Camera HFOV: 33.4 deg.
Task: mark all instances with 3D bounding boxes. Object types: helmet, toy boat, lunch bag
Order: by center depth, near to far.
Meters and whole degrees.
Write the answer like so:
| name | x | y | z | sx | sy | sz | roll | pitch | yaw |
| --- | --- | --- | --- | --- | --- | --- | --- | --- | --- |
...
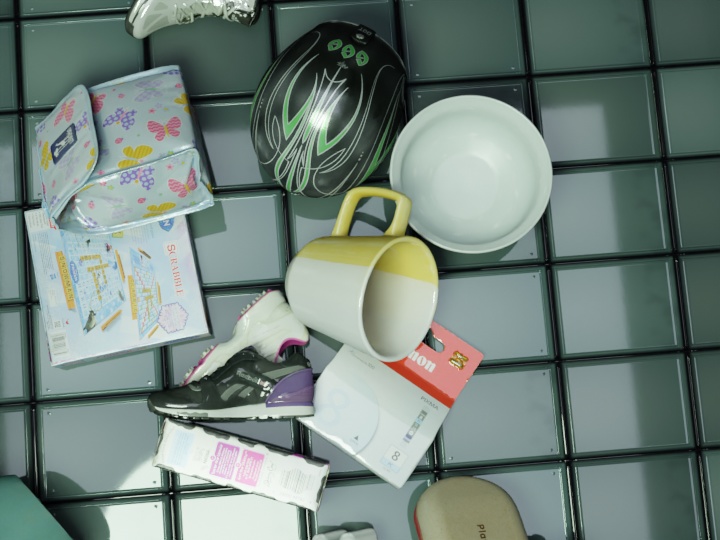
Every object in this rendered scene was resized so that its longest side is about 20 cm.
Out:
| name | x | y | z | sx | sy | sz | roll | pitch | yaw |
| --- | --- | --- | --- | --- | --- | --- | --- | --- | --- |
| toy boat | 0.130 | 0.350 | 1.435 | 0.130 | 0.131 | 0.200 | -1 | 50 | -17 |
| lunch bag | -0.295 | -0.144 | 1.463 | 0.200 | 0.127 | 0.170 | -15 | 50 | -1 |
| helmet | -0.044 | -0.189 | 1.480 | 0.200 | 0.200 | 0.191 | 28 | 65 | 2 |

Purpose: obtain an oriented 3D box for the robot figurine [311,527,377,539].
| name | x | y | z | sx | sy | sz | roll | pitch | yaw |
| --- | --- | --- | --- | --- | --- | --- | --- | --- | --- |
| robot figurine | -0.010 | 0.409 | 1.424 | 0.169 | 0.113 | 0.201 | -10 | 81 | 35 |

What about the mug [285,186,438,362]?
| name | x | y | z | sx | sy | sz | roll | pitch | yaw |
| --- | --- | --- | --- | --- | --- | --- | --- | --- | --- |
| mug | 0.001 | 0.009 | 1.464 | 0.153 | 0.150 | 0.187 | 11 | 55 | 40 |

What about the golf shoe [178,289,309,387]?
| name | x | y | z | sx | sy | sz | roll | pitch | yaw |
| --- | --- | --- | --- | --- | --- | --- | --- | --- | --- |
| golf shoe | -0.147 | 0.117 | 1.484 | 0.092 | 0.075 | 0.200 | 43 | 84 | 1 |

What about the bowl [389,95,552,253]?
| name | x | y | z | sx | sy | sz | roll | pitch | yaw |
| --- | --- | --- | --- | --- | --- | --- | --- | --- | --- |
| bowl | 0.135 | -0.114 | 1.514 | 0.201 | 0.090 | 0.202 | 0 | 83 | -1 |

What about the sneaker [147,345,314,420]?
| name | x | y | z | sx | sy | sz | roll | pitch | yaw |
| --- | --- | --- | --- | --- | --- | --- | --- | --- | --- |
| sneaker | -0.154 | 0.134 | 1.432 | 0.199 | 0.076 | 0.088 | 1 | 83 | -17 |

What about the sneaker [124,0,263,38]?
| name | x | y | z | sx | sy | sz | roll | pitch | yaw |
| --- | --- | --- | --- | --- | --- | --- | --- | --- | --- |
| sneaker | -0.199 | -0.344 | 1.545 | 0.200 | 0.076 | 0.115 | -42 | 83 | -9 |

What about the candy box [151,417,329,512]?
| name | x | y | z | sx | sy | sz | roll | pitch | yaw |
| --- | --- | --- | --- | --- | --- | --- | --- | --- | --- |
| candy box | -0.139 | 0.232 | 1.435 | 0.200 | 0.136 | 0.061 | 15 | 80 | 0 |

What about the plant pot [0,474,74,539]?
| name | x | y | z | sx | sy | sz | roll | pitch | yaw |
| --- | --- | --- | --- | --- | --- | --- | --- | --- | --- |
| plant pot | -0.422 | 0.335 | 1.390 | 0.161 | 0.201 | 0.201 | -41 | 85 | -20 |

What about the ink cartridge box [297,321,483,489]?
| name | x | y | z | sx | sy | sz | roll | pitch | yaw |
| --- | --- | --- | --- | --- | --- | --- | --- | --- | --- |
| ink cartridge box | 0.038 | 0.145 | 1.496 | 0.160 | 0.047 | 0.200 | 34 | 85 | 4 |

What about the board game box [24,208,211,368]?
| name | x | y | z | sx | sy | sz | roll | pitch | yaw |
| --- | --- | --- | --- | --- | --- | --- | --- | --- | --- |
| board game box | -0.304 | 0.005 | 1.510 | 0.199 | 0.041 | 0.201 | -11 | 82 | -3 |
